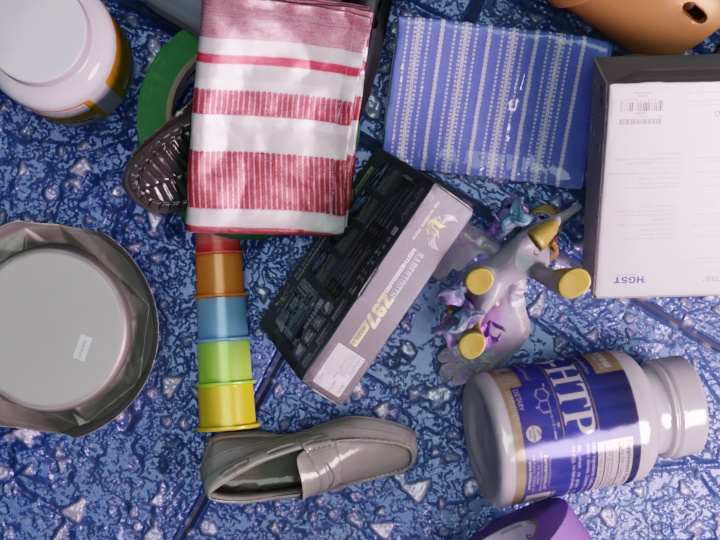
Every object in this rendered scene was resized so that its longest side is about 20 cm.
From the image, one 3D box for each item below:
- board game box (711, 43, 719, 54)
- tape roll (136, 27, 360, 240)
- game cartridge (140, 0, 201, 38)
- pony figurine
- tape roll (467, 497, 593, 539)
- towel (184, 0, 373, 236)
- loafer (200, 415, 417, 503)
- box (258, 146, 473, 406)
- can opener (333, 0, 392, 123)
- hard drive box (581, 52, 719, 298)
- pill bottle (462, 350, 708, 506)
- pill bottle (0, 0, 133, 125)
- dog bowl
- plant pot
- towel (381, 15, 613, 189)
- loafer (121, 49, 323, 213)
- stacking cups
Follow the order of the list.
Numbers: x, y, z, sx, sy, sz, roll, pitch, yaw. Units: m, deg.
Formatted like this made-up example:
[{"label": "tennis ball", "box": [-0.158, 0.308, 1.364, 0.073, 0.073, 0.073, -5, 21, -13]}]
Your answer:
[{"label": "board game box", "box": [0.408, -0.217, 1.288, 0.105, 0.023, 0.200, 40, 89, 0]}, {"label": "tape roll", "box": [-0.100, -0.130, 1.230, 0.198, 0.048, 0.203, 2, 76, -8]}, {"label": "game cartridge", "box": [-0.093, -0.291, 1.224, 0.132, 0.042, 0.201, 29, 74, 16]}, {"label": "pony figurine", "box": [0.115, 0.009, 1.210, 0.192, 0.200, 0.167, -32, 99, 13]}, {"label": "tape roll", "box": [0.115, 0.283, 1.187, 0.199, 0.200, 0.066, -37, 91, -2]}, {"label": "towel", "box": [-0.069, -0.126, 1.137, 0.143, 0.023, 0.202, 2, 108, -17]}, {"label": "loafer", "box": [-0.045, 0.178, 1.238, 0.198, 0.070, 0.070, -8, 123, 1]}, {"label": "box", "box": [0.000, 0.000, 1.194, 0.051, 0.158, 0.201, 33, 93, -24]}, {"label": "can opener", "box": [0.000, -0.211, 1.225, 0.078, 0.063, 0.202, -6, 63, 26]}, {"label": "hard drive box", "box": [0.278, -0.081, 1.197, 0.154, 0.077, 0.202, -1, 116, -1]}, {"label": "pill bottle", "box": [0.201, 0.136, 1.227, 0.198, 0.120, 0.121, -9, 91, -11]}, {"label": "pill bottle", "box": [-0.259, -0.188, 1.168, 0.110, 0.200, 0.112, 0, 90, -3]}, {"label": "dog bowl", "box": [-0.279, 0.052, 1.239, 0.198, 0.059, 0.202, 0, 91, -3]}, {"label": "plant pot", "box": [0.259, -0.281, 1.207, 0.140, 0.200, 0.200, 43, 88, -18]}, {"label": "towel", "box": [0.123, -0.149, 1.247, 0.198, 0.024, 0.146, 6, 114, -3]}, {"label": "loafer", "box": [-0.117, -0.122, 1.175, 0.199, 0.071, 0.073, -34, 116, -5]}, {"label": "stacking cups", "box": [-0.130, 0.044, 1.248, 0.060, 0.061, 0.202, -6, 88, -3]}]
